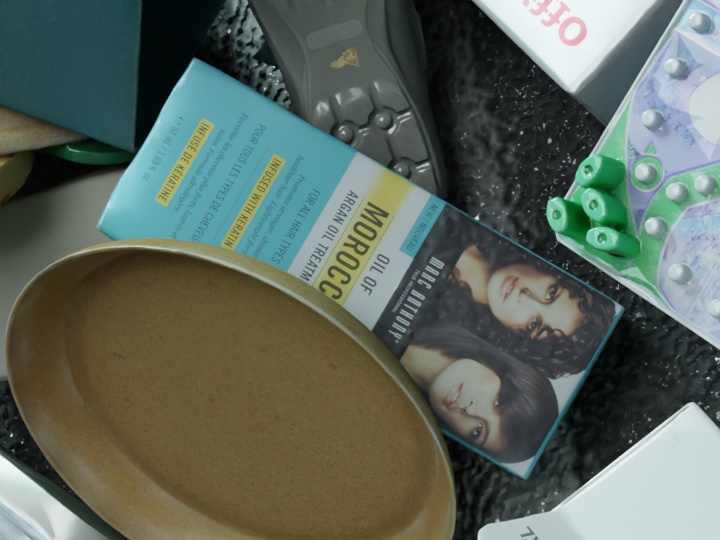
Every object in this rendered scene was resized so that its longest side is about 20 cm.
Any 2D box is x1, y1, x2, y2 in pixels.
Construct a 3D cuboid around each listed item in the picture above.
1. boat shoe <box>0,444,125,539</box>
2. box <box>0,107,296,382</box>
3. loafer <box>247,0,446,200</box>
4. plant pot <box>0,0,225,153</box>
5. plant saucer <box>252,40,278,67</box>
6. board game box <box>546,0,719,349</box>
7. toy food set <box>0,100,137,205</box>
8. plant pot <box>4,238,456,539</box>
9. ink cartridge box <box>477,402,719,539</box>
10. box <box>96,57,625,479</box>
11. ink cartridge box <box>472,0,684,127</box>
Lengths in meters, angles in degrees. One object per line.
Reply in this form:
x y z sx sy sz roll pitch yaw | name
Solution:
-0.191 0.102 1.304 0.201 0.070 0.072 31 85 34 | boat shoe
-0.107 -0.007 1.280 0.200 0.068 0.082 -12 101 27 | box
-0.012 -0.110 1.225 0.070 0.070 0.200 -13 101 1 | loafer
-0.161 -0.166 1.212 0.200 0.141 0.141 15 43 9 | plant pot
0.030 -0.162 1.283 0.019 0.070 0.200 43 97 1 | plant saucer
0.189 -0.051 1.062 0.200 0.026 0.200 35 99 29 | board game box
-0.169 -0.071 1.292 0.200 0.198 0.049 26 125 57 | toy food set
-0.049 0.059 1.174 0.200 0.200 0.027 -1 41 32 | plant pot
0.120 0.154 0.994 0.125 0.200 0.129 -38 54 -2 | ink cartridge box
0.000 0.000 1.174 0.200 0.049 0.082 30 89 2 | box
0.130 -0.168 1.204 0.200 0.088 0.145 -48 54 9 | ink cartridge box
